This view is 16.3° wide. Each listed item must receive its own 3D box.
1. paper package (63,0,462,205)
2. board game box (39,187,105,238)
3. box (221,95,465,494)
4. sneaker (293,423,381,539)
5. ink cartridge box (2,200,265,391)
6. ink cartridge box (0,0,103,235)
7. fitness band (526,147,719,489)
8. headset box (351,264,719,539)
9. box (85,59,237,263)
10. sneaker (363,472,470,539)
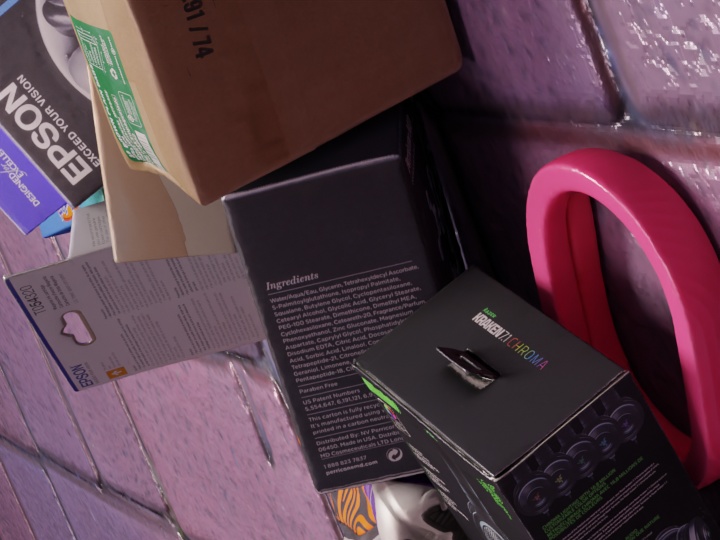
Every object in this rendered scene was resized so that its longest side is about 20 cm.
[{"bbox_3d":[-0.065,-0.169,1.369,0.103,0.190,0.201,28,142,59],"label":"paper package"},{"bbox_3d":[-0.132,-0.067,1.726,0.200,0.151,0.045,164,92,-71],"label":"board game box"},{"bbox_3d":[0.000,0.000,1.464,0.149,0.106,0.201,-87,-19,-62],"label":"box"},{"bbox_3d":[0.001,0.139,1.770,0.113,0.077,0.200,61,161,2],"label":"sneaker"},{"bbox_3d":[-0.122,0.003,1.672,0.197,0.198,0.044,73,-177,-64],"label":"ink cartridge box"},{"bbox_3d":[-0.207,-0.141,1.559,0.198,0.200,0.043,48,-157,-12],"label":"ink cartridge box"},{"bbox_3d":[0.144,0.025,1.316,0.144,0.037,0.201,38,150,50],"label":"fitness band"},{"bbox_3d":[0.103,0.111,1.348,0.201,0.093,0.174,58,169,-31],"label":"headset box"},{"bbox_3d":[-0.115,-0.115,1.482,0.095,0.077,0.202,-77,-19,-73],"label":"box"},{"bbox_3d":[0.079,0.158,1.517,0.200,0.081,0.084,35,-165,-40],"label":"sneaker"}]
